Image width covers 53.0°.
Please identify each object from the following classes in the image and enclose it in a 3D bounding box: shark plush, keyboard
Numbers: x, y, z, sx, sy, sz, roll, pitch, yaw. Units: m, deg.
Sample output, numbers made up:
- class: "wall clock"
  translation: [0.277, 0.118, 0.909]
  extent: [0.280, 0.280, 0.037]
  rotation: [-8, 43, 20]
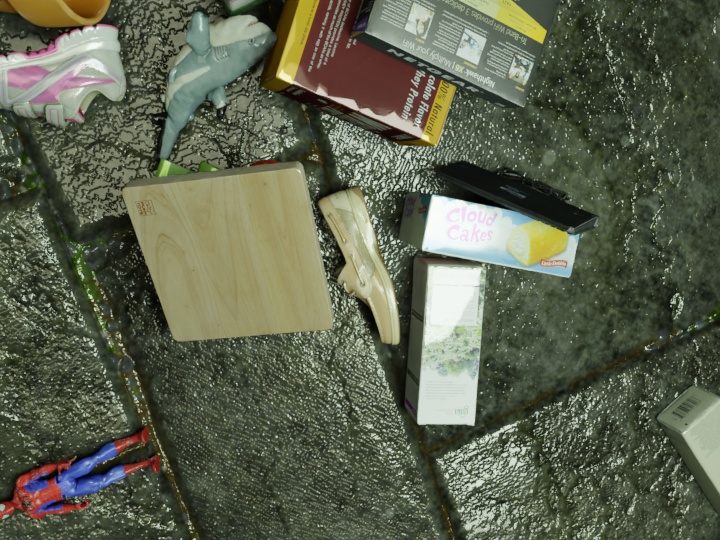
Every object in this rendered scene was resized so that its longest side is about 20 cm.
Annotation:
- class: "shark plush"
  translation: [-0.182, -0.208, 0.823]
  extent: [0.083, 0.091, 0.201]
  rotation: [37, 93, -3]
- class: "keyboard"
  translation: [0.196, -0.093, 0.886]
  extent: [0.126, 0.198, 0.021]
  rotation: [-21, 131, -46]

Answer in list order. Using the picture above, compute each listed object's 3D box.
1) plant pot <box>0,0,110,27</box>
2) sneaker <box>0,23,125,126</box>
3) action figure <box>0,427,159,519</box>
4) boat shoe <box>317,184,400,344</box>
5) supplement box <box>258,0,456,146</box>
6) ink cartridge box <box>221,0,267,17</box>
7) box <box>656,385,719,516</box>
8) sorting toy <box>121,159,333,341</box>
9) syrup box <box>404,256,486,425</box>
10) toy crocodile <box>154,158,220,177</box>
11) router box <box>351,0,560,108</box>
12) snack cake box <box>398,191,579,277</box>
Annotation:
- class: "plant pot"
  translation: [-0.375, -0.347, 0.727]
  extent: [0.178, 0.200, 0.206]
  rotation: [-3, 98, 5]
- class: "sneaker"
  translation: [-0.348, -0.198, 0.797]
  extent: [0.196, 0.081, 0.090]
  rotation: [-21, 105, -3]
- class: "action figure"
  translation: [-0.348, 0.255, 0.875]
  extent: [0.196, 0.052, 0.067]
  rotation: [-21, 105, -6]
- class: "boat shoe"
  translation: [0.000, 0.000, 0.905]
  extent: [0.063, 0.071, 0.205]
  rotation: [-18, 93, -2]
- class: "supplement box"
  translation: [0.013, -0.272, 0.827]
  extent: [0.196, 0.133, 0.202]
  rotation: [18, 94, -18]
- class: "ink cartridge box"
  translation: [-0.133, -0.370, 0.758]
  extent: [0.083, 0.200, 0.147]
  rotation: [-26, 102, -6]
- class: "box"
  translation: [0.520, 0.273, 1.044]
  extent: [0.082, 0.068, 0.202]
  rotation: [-36, 103, -5]
- class: "sorting toy"
  translation: [-0.138, -0.028, 0.818]
  extent: [0.193, 0.070, 0.204]
  rotation: [-5, 122, 8]
- class: "syrup box"
  translation: [0.107, 0.090, 0.928]
  extent: [0.077, 0.081, 0.206]
  rotation: [2, 97, -10]
- class: "toy crocodile"
  translation: [-0.153, -0.075, 0.863]
  extent: [0.197, 0.062, 0.069]
  rotation: [28, 91, -13]
- class: "router box"
  translation: [0.108, -0.283, 0.755]
  extent: [0.196, 0.052, 0.161]
  rotation: [19, 94, -20]
- class: "snack cake box"
  translation: [0.157, -0.048, 0.904]
  extent: [0.195, 0.115, 0.069]
  rotation: [9, 98, -13]
